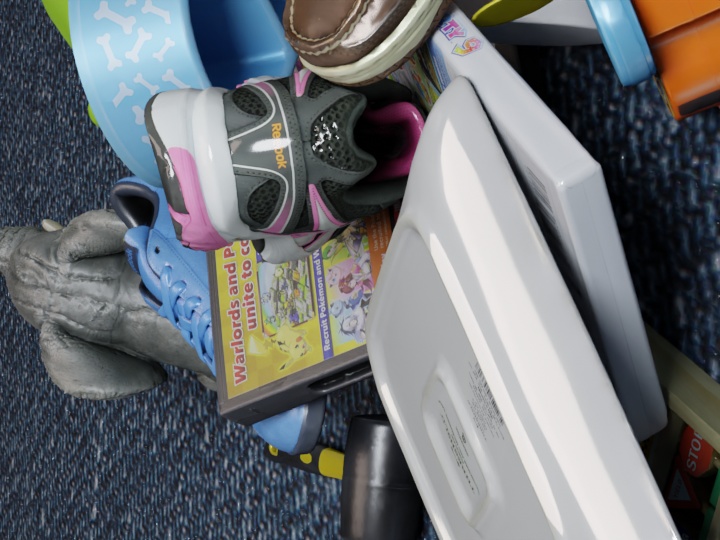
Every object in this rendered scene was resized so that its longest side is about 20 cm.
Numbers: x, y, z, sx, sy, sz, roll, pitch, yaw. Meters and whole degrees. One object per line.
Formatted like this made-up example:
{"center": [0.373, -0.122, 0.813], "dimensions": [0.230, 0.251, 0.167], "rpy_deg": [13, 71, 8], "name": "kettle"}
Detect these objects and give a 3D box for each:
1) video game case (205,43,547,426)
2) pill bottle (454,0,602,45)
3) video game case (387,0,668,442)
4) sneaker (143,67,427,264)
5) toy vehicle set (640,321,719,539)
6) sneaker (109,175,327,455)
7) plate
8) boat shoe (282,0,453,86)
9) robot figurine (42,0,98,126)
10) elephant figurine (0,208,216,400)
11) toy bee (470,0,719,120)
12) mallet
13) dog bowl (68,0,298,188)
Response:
{"center": [0.004, -0.049, 0.855], "dimensions": [0.181, 0.025, 0.200], "rpy_deg": [-23, 58, 29], "name": "video game case"}
{"center": [0.069, -0.194, 0.740], "dimensions": [0.109, 0.109, 0.200], "rpy_deg": [-174, 88, -66], "name": "pill bottle"}
{"center": [0.047, -0.044, 0.701], "dimensions": [0.200, 0.018, 0.143], "rpy_deg": [55, 172, 44], "name": "video game case"}
{"center": [-0.009, -0.043, 0.738], "dimensions": [0.200, 0.086, 0.080], "rpy_deg": [-35, -65, -74], "name": "sneaker"}
{"center": [0.102, 0.131, 0.734], "dimensions": [0.124, 0.026, 0.200], "rpy_deg": [-134, 51, -58], "name": "toy vehicle set"}
{"center": [-0.076, 0.019, 0.932], "dimensions": [0.200, 0.078, 0.066], "rpy_deg": [62, 141, 44], "name": "sneaker"}
{"center": [0.047, 0.060, 0.674], "dimensions": [0.200, 0.032, 0.200], "rpy_deg": [106, 144, -66], "name": "plate"}
{"center": [0.009, -0.167, 0.644], "dimensions": [0.075, 0.075, 0.202], "rpy_deg": [12, 80, 45], "name": "boat shoe"}
{"center": [-0.139, -0.178, 1.195], "dimensions": [0.200, 0.116, 0.176], "rpy_deg": [45, 120, 58], "name": "robot figurine"}
{"center": [-0.136, 0.014, 1.067], "dimensions": [0.155, 0.200, 0.142], "rpy_deg": [132, 135, -55], "name": "elephant figurine"}
{"center": [0.104, -0.094, 0.658], "dimensions": [0.109, 0.131, 0.200], "rpy_deg": [-84, -9, -76], "name": "toy bee"}
{"center": [-0.015, 0.113, 0.995], "dimensions": [0.200, 0.041, 0.066], "rpy_deg": [161, 113, -69], "name": "mallet"}
{"center": [-0.067, -0.124, 0.831], "dimensions": [0.200, 0.050, 0.112], "rpy_deg": [-77, -33, -48], "name": "dog bowl"}
